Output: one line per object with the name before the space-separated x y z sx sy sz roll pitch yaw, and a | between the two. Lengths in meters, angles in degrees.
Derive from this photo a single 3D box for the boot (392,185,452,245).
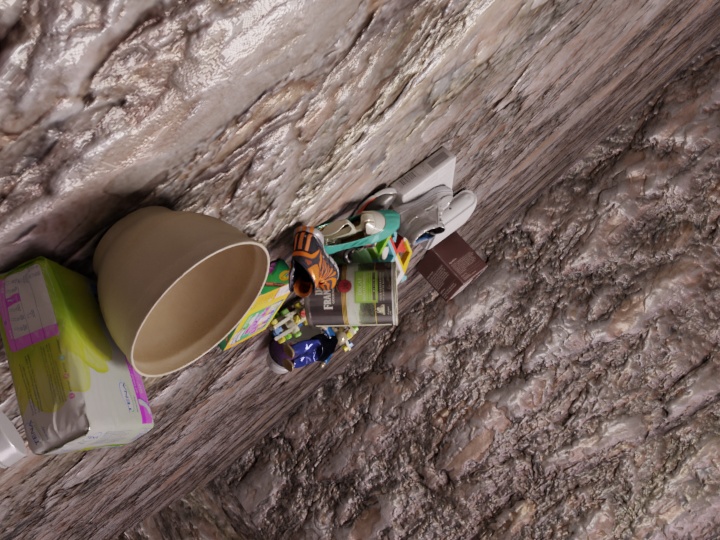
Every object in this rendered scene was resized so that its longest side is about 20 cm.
boot | 0.159 -0.118 1.164 0.200 0.096 0.074 -29 153 -30

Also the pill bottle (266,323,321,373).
pill bottle | -0.197 0.212 1.471 0.111 0.111 0.200 -27 162 -44

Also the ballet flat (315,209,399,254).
ballet flat | -0.009 -0.083 1.045 0.200 0.067 0.070 -20 161 -7

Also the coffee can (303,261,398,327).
coffee can | -0.017 0.054 1.176 0.200 0.147 0.146 -2 167 5

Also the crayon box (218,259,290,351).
crayon box | -0.221 0.072 1.059 0.119 0.058 0.200 -26 161 -46

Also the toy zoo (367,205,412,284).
toy zoo | 0.077 -0.042 1.267 0.131 0.020 0.200 -62 145 -29

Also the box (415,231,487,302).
box | 0.367 -0.015 2.102 0.164 0.200 0.166 -32 165 -31

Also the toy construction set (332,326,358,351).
toy construction set | -0.051 0.142 1.468 0.092 0.131 0.200 -32 163 -31

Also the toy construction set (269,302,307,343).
toy construction set | -0.135 0.110 1.296 0.200 0.092 0.131 -16 179 -15

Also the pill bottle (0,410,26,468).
pill bottle | -0.551 0.266 0.662 0.200 0.112 0.112 -34 166 -26

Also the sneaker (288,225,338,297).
sneaker | -0.099 0.012 1.009 0.200 0.077 0.112 66 29 -56

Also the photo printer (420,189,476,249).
photo printer | 0.280 -0.165 1.651 0.200 0.069 0.166 -36 166 -16

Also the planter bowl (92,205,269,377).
planter bowl | -0.228 0.007 0.623 0.200 0.135 0.200 -46 165 -17

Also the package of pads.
package of pads | -0.311 0.096 0.572 0.068 0.200 0.155 -24 165 -4

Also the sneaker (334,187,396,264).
sneaker | 0.019 -0.093 1.132 0.200 0.082 0.077 -46 166 21

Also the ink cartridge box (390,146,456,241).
ink cartridge box | 0.146 -0.176 1.226 0.161 0.050 0.200 -38 158 -13

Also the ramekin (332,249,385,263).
ramekin | 0.000 0.000 1.348 0.200 0.098 0.200 -37 166 -11

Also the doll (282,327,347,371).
doll | -0.110 0.198 1.367 0.200 0.048 0.137 -14 118 -43
